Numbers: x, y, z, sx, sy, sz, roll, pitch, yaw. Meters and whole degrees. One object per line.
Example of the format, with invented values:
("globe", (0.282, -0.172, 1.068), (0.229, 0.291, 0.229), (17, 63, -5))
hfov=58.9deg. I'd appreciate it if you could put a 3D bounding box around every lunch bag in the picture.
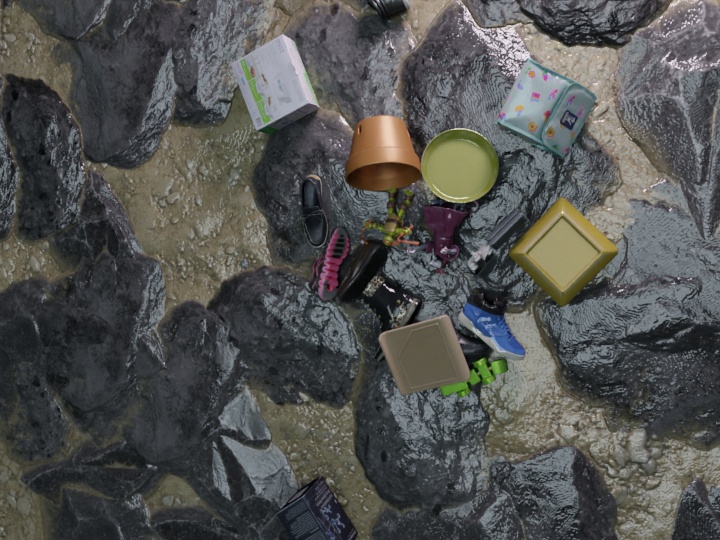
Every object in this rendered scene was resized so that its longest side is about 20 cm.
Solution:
("lunch bag", (0.449, -0.388, 1.547), (0.198, 0.122, 0.173), (28, 100, 4))

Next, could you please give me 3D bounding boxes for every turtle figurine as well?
("turtle figurine", (0.096, -0.131, 1.686), (0.198, 0.064, 0.164), (10, 80, 43))

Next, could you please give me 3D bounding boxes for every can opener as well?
("can opener", (0.354, -0.072, 1.646), (0.066, 0.053, 0.201), (32, 108, -24))

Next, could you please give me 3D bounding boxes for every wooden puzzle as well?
("wooden puzzle", (0.167, 0.222, 1.667), (0.197, 0.037, 0.188), (-19, 103, 20))

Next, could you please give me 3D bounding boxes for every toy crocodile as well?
("toy crocodile", (0.296, 0.280, 1.687), (0.198, 0.062, 0.068), (-31, 86, 22))

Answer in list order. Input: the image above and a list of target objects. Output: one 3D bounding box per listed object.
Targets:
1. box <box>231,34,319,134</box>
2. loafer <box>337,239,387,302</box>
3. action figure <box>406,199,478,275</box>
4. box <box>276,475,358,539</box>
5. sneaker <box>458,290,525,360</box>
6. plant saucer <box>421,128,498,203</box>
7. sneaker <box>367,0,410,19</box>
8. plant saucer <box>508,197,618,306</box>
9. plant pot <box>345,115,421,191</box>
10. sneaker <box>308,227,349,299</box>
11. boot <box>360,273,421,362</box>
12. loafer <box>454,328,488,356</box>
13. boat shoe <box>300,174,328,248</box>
("box", (-0.234, -0.508, 1.757), (0.174, 0.097, 0.203), (-23, 88, 17))
("loafer", (0.000, 0.000, 1.753), (0.201, 0.072, 0.071), (-54, 46, 15))
("action figure", (0.215, -0.089, 1.672), (0.133, 0.148, 0.204), (23, 122, 39))
("box", (-0.119, 0.716, 1.801), (0.106, 0.148, 0.202), (-35, 85, 17))
("sneaker", (0.358, 0.135, 1.640), (0.199, 0.076, 0.112), (38, 114, 17))
("plant saucer", (0.253, -0.264, 1.634), (0.196, 0.031, 0.204), (-1, 75, 5))
("sneaker", (0.046, -0.753, 1.662), (0.098, 0.071, 0.203), (-25, 91, 12))
("plant saucer", (0.505, -0.044, 1.596), (0.200, 0.048, 0.200), (45, 105, 9))
("plant pot", (0.054, -0.305, 1.648), (0.196, 0.200, 0.143), (-8, 76, 17))
("sneaker", (-0.096, -0.026, 1.774), (0.095, 0.078, 0.204), (15, 87, 48))
("boot", (0.057, 0.128, 1.740), (0.153, 0.073, 0.206), (35, 104, 16))
("loafer", (0.240, 0.183, 1.686), (0.197, 0.068, 0.072), (4, 104, 20))
("boat shoe", (-0.134, -0.163, 1.775), (0.073, 0.062, 0.204), (-3, 95, 15))
